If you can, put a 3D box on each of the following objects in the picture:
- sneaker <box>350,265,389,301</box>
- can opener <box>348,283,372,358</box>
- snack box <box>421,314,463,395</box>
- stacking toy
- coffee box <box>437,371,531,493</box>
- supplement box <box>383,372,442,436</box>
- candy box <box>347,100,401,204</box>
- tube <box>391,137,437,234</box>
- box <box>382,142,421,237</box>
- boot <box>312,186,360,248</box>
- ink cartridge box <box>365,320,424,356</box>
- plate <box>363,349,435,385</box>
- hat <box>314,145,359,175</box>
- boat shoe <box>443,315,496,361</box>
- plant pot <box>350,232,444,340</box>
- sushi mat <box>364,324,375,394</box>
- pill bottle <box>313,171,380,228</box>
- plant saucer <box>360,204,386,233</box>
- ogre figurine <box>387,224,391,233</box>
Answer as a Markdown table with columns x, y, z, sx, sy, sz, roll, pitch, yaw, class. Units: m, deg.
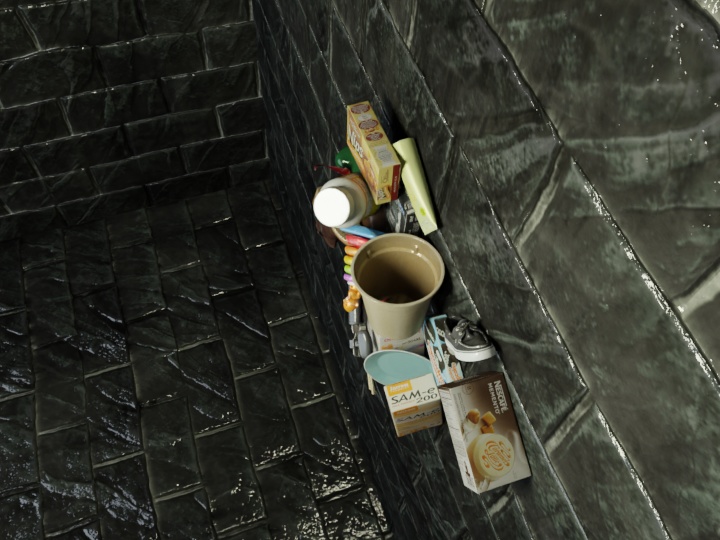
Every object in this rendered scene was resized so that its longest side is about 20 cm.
| x | y | z | sx | sy | sz | roll | pitch | yaw | class |
| --- | --- | --- | --- | --- | --- | --- | --- | --- | --- |
| 0.054 | 0.035 | 1.625 | 0.200 | 0.074 | 0.087 | 46 | -175 | 3 | sneaker |
| 0.007 | 0.121 | 1.679 | 0.067 | 0.053 | 0.201 | 0 | 92 | 40 | can opener |
| 0.191 | 0.202 | 1.530 | 0.116 | 0.037 | 0.201 | 159 | 96 | -79 | snack box |
| 0.000 | 0.000 | 1.545 | 0.116 | 0.110 | 0.201 | 16 | 92 | 35 | stacking toy |
| 0.235 | 0.305 | 1.268 | 0.080 | 0.114 | 0.201 | 150 | 106 | -78 | coffee box |
| 0.136 | 0.342 | 1.668 | 0.200 | 0.125 | 0.074 | 74 | 179 | -58 | supplement box |
| 0.026 | -0.258 | 1.446 | 0.116 | 0.055 | 0.201 | 93 | 158 | -56 | candy box |
| 0.118 | -0.176 | 1.389 | 0.058 | 0.052 | 0.201 | -16 | -92 | -64 | tube |
| 0.086 | -0.168 | 1.536 | 0.158 | 0.050 | 0.201 | 96 | 156 | -60 | box |
| -0.058 | -0.105 | 1.703 | 0.200 | 0.072 | 0.167 | 57 | 162 | 25 | boot |
| 0.089 | 0.166 | 1.738 | 0.125 | 0.128 | 0.201 | -115 | 14 | -45 | ink cartridge box |
| 0.107 | 0.245 | 1.669 | 0.201 | 0.199 | 0.026 | 92 | -169 | -54 | plate |
| -0.058 | -0.276 | 1.765 | 0.200 | 0.175 | 0.166 | 92 | 159 | -55 | hat |
| 0.208 | 0.126 | 1.305 | 0.200 | 0.070 | 0.067 | -132 | 27 | -81 | boat shoe |
| 0.080 | 0.053 | 1.473 | 0.184 | 0.199 | 0.201 | 88 | 162 | -51 | plant pot |
| 0.018 | 0.228 | 1.774 | 0.096 | 0.012 | 0.201 | 154 | 108 | -84 | sushi mat |
| -0.029 | -0.156 | 1.484 | 0.200 | 0.112 | 0.113 | -38 | -63 | -67 | pill bottle |
| -0.003 | -0.139 | 1.661 | 0.200 | 0.034 | 0.201 | 42 | 141 | 46 | plant saucer |
| 0.014 | -0.135 | 1.764 | 0.098 | 0.199 | 0.120 | -46 | -63 | -55 | ogre figurine |
